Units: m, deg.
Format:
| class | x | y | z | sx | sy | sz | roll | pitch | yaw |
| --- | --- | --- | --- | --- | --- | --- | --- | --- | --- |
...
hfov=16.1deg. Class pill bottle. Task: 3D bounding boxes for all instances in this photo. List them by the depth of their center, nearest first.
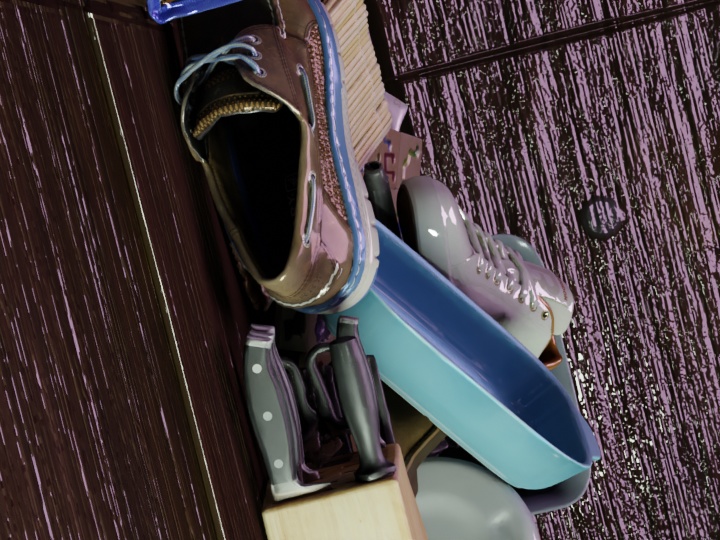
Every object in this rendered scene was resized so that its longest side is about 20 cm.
| class | x | y | z | sx | sy | sz | roll | pitch | yaw |
| --- | --- | --- | --- | --- | --- | --- | --- | --- | --- |
| pill bottle | 0.052 | 0.191 | 1.380 | 0.200 | 0.114 | 0.114 | 71 | 7 | -60 |

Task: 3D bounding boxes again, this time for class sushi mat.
| class | x | y | z | sx | sy | sz | roll | pitch | yaw |
| --- | --- | --- | --- | --- | --- | --- | --- | --- | --- |
| sushi mat | -0.028 | -0.070 | 1.321 | 0.200 | 0.012 | 0.096 | -57 | 139 | -52 |

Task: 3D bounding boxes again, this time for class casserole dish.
| class | x | y | z | sx | sy | sz | roll | pitch | yaw |
| --- | --- | --- | --- | --- | --- | --- | --- | --- | --- |
| casserole dish | 0.043 | 0.044 | 1.319 | 0.200 | 0.039 | 0.121 | 39 | 16 | -20 |

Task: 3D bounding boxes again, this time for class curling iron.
| class | x | y | z | sx | sy | sz | roll | pitch | yaw |
| --- | --- | --- | --- | --- | --- | --- | --- | --- | --- |
| curling iron | 0.026 | 0.026 | 1.421 | 0.050 | 0.026 | 0.200 | 37 | -36 | 52 |

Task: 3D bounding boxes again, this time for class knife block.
| class | x | y | z | sx | sy | sz | roll | pitch | yaw |
| --- | --- | --- | --- | --- | --- | --- | --- | --- | --- |
| knife block | -0.007 | 0.124 | 1.137 | 0.176 | 0.064 | 0.200 | 70 | 8 | -53 |

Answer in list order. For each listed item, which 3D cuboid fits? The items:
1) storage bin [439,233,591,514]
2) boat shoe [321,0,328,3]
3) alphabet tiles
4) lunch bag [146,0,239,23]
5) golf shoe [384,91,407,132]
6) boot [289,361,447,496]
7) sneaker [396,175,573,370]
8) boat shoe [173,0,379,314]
| class | x | y | z | sx | sy | sz | roll | pitch | yaw |
| --- | --- | --- | --- | --- | --- | --- | --- | --- | --- |
| storage bin | 0.059 | 0.092 | 1.835 | 0.134 | 0.145 | 0.200 | 145 | -67 | -65 |
| boat shoe | -0.066 | -0.216 | 1.401 | 0.070 | 0.070 | 0.200 | 107 | -30 | -75 |
| alphabet tiles | 0.000 | 0.000 | 1.420 | 0.200 | 0.006 | 0.167 | 12 | 82 | -66 |
| lunch bag | -0.022 | -0.228 | 1.136 | 0.124 | 0.200 | 0.170 | 68 | 10 | -66 |
| golf shoe | -0.024 | -0.107 | 1.487 | 0.078 | 0.094 | 0.200 | -93 | 168 | -66 |
| boot | -0.001 | 0.069 | 1.315 | 0.200 | 0.074 | 0.075 | -69 | 136 | -67 |
| sneaker | 0.073 | 0.002 | 1.448 | 0.200 | 0.085 | 0.073 | 68 | 5 | -57 |
| boat shoe | -0.047 | -0.078 | 1.187 | 0.072 | 0.072 | 0.200 | 11 | 54 | -63 |
